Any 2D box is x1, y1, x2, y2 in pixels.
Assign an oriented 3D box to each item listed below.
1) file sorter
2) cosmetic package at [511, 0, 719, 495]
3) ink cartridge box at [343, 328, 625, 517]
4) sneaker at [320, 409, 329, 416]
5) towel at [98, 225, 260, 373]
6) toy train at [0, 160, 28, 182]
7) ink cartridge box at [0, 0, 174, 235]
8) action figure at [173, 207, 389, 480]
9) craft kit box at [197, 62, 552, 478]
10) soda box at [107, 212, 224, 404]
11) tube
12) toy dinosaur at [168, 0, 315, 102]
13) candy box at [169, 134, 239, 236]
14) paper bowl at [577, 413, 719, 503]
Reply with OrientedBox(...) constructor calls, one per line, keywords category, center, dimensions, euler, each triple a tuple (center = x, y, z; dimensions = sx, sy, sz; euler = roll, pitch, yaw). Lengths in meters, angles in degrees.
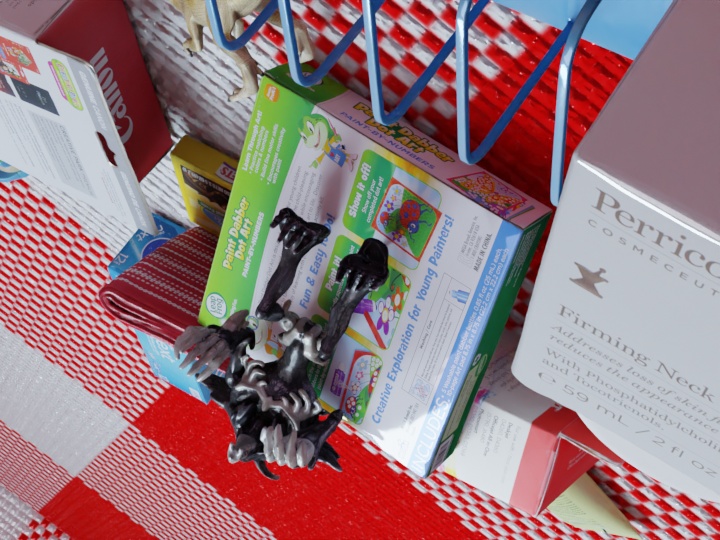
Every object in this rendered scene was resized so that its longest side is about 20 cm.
OrientedBox(category="file sorter", center=(0.036, -0.139, 0.648), dimensions=(0.200, 0.123, 0.139), euler=(27, 154, 19))
OrientedBox(category="cosmetic package", center=(0.184, -0.016, 0.621), dimensions=(0.167, 0.166, 0.200), euler=(30, 154, 14))
OrientedBox(category="ink cartridge box", center=(0.100, 0.097, 0.983), dimensions=(0.200, 0.116, 0.067), euler=(25, 116, 25))
OrientedBox(category="sneaker", center=(-0.025, 0.113, 1.212), dimensions=(0.200, 0.099, 0.071), euler=(34, 154, 3))
OrientedBox(category="towel", center=(-0.096, 0.024, 1.066), dimensions=(0.145, 0.023, 0.200), euler=(27, -160, 6))
OrientedBox(category="toy train", center=(-0.369, -0.149, 1.229), dimensions=(0.200, 0.085, 0.116), euler=(30, 168, 14))
OrientedBox(category="ink cartridge box", center=(-0.209, -0.138, 1.019), dimensions=(0.175, 0.084, 0.200), euler=(26, 155, 21))
OrientedBox(category="action figure", center=(-0.055, 0.063, 0.886), dimensions=(0.119, 0.102, 0.200), euler=(33, 122, 19))
OrientedBox(category="craft kit box", center=(0.000, 0.000, 0.909), dimensions=(0.197, 0.049, 0.200), euler=(32, 125, 18))
OrientedBox(category="soda box", center=(-0.162, 0.038, 1.294), dimensions=(0.064, 0.068, 0.200), euler=(26, 154, 20))
OrientedBox(category="tube", center=(0.142, 0.154, 1.137), dimensions=(0.200, 0.052, 0.058), euler=(45, -164, -27))
OrientedBox(category="toy dinosaur", center=(-0.074, -0.155, 0.830), dimensions=(0.200, 0.058, 0.101), euler=(2, 128, 53))
OrientedBox(category="candy box", center=(-0.051, -0.026, 1.085), dimensions=(0.200, 0.026, 0.102), euler=(28, 158, 17))
OrientedBox(category="paper bowl", center=(0.196, 0.055, 0.812), dimensions=(0.201, 0.104, 0.201), euler=(29, 156, 14))
